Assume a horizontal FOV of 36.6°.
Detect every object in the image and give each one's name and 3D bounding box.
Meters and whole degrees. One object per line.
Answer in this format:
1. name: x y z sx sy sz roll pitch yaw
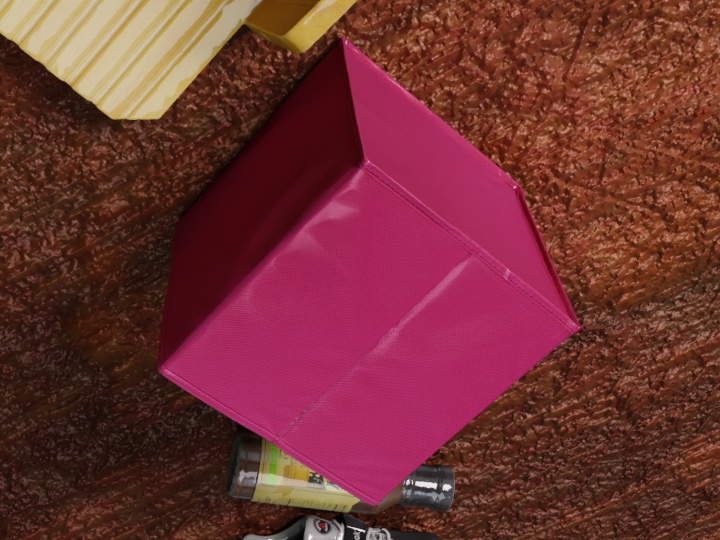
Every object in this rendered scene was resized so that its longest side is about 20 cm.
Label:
1. fabric cube: 0.000 0.000 0.767 0.200 0.197 0.199 36 112 -24
2. sneaker: -0.018 0.266 1.014 0.199 0.074 0.089 -10 126 1
3. sauce bottle: -0.016 0.181 0.965 0.199 0.065 0.065 8 123 -12
4. dollhouse swing: -0.137 -0.183 0.659 0.200 0.182 0.176 39 93 -26
